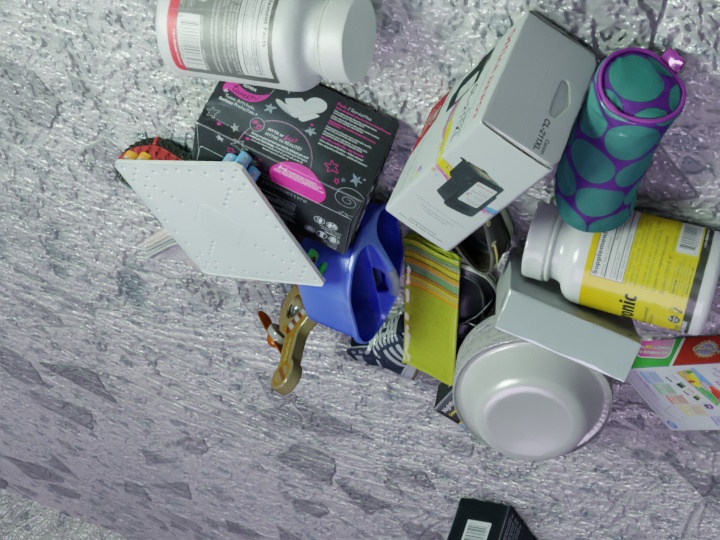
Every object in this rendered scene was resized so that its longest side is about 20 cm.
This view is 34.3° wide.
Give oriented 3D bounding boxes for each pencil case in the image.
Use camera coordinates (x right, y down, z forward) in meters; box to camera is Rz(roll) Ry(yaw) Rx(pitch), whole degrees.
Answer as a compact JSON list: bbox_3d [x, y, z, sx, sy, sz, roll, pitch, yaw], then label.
[{"bbox_3d":[0.242,-0.120,1.104,0.085,0.092,0.201,53,161,20],"label":"pencil case"}]

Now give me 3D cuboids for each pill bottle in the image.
[{"bbox_3d":[-0.090,-0.234,1.134,0.197,0.112,0.111,11,149,22],"label":"pill bottle"},{"bbox_3d":[0.276,-0.010,1.233,0.197,0.112,0.112,16,150,16],"label":"pill bottle"}]

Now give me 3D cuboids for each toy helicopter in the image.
[{"bbox_3d":[-0.092,0.085,1.568,0.079,0.202,0.132,38,131,-25],"label":"toy helicopter"}]

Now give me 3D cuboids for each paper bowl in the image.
[{"bbox_3d":[0.212,0.155,1.441,0.197,0.105,0.203,6,128,7],"label":"paper bowl"}]

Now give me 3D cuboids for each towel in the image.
[{"bbox_3d":[-0.166,-0.030,1.541,0.189,0.033,0.199,12,162,-31],"label":"towel"},{"bbox_3d":[0.087,0.052,1.473,0.085,0.018,0.202,27,134,34],"label":"towel"}]

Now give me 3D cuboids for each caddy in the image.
[{"bbox_3d":[0.000,0.000,1.422,0.104,0.143,0.201,16,151,19],"label":"caddy"}]

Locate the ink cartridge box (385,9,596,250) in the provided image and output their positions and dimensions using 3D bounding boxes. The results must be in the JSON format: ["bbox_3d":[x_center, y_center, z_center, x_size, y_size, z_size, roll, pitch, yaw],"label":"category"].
[{"bbox_3d":[0.122,-0.130,1.113,0.082,0.147,0.200,31,150,-10],"label":"ink cartridge box"}]

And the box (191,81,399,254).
[{"bbox_3d":[-0.074,-0.130,1.290,0.198,0.116,0.132,26,152,1],"label":"box"}]

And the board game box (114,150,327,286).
[{"bbox_3d":[-0.155,-0.061,1.320,0.198,0.026,0.201,5,144,37],"label":"board game box"}]

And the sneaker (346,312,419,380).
[{"bbox_3d":[0.042,0.086,1.606,0.107,0.071,0.201,20,154,3],"label":"sneaker"}]

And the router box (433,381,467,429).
[{"bbox_3d":[0.210,0.149,1.538,0.148,0.051,0.201,30,129,-10],"label":"router box"}]

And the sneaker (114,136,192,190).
[{"bbox_3d":[-0.221,-0.103,1.481,0.197,0.080,0.096,14,152,18],"label":"sneaker"}]

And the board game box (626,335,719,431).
[{"bbox_3d":[0.438,0.140,1.431,0.198,0.041,0.153,-8,138,43],"label":"board game box"}]

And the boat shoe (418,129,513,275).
[{"bbox_3d":[0.115,-0.074,1.297,0.071,0.061,0.202,0,143,36],"label":"boat shoe"}]

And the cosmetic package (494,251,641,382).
[{"bbox_3d":[0.227,0.047,1.303,0.149,0.052,0.200,21,-166,3],"label":"cosmetic package"}]

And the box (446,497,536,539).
[{"bbox_3d":[0.239,0.528,2.104,0.106,0.150,0.201,1,144,35],"label":"box"}]

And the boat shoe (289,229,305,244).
[{"bbox_3d":[-0.086,-0.067,1.419,0.073,0.064,0.201,49,168,55],"label":"boat shoe"}]

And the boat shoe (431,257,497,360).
[{"bbox_3d":[0.130,0.053,1.494,0.074,0.063,0.201,21,150,9],"label":"boat shoe"}]
